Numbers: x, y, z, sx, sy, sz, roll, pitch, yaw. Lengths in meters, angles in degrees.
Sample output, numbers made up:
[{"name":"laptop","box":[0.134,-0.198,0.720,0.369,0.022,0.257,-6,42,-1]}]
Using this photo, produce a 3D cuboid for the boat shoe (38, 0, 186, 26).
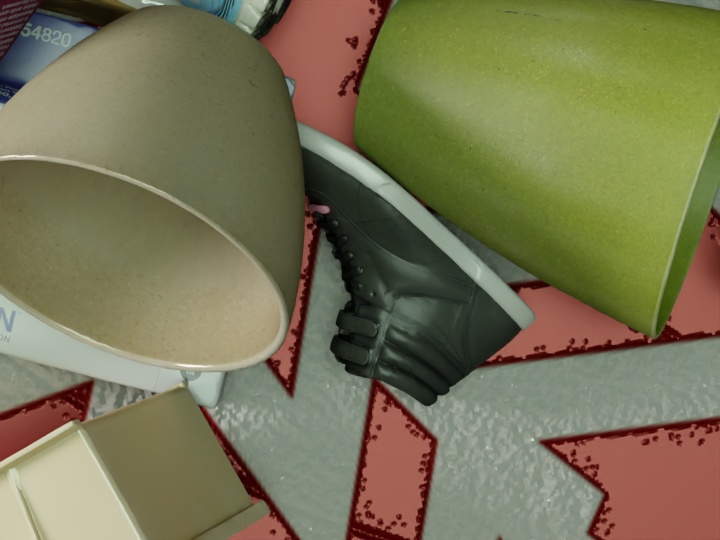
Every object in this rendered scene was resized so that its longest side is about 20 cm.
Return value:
[{"name":"boat shoe","box":[-0.169,-0.189,1.451,0.199,0.071,0.070,20,78,-1]}]

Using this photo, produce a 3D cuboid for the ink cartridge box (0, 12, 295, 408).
[{"name":"ink cartridge box","box":[-0.153,-0.039,1.467,0.198,0.041,0.202,13,92,-3]}]

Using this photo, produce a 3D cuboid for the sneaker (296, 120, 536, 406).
[{"name":"sneaker","box":[0.000,0.000,1.451,0.200,0.071,0.099,41,87,-14]}]

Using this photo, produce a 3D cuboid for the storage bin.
[{"name":"storage bin","box":[-0.179,0.154,1.376,0.198,0.200,0.094,-30,87,14]}]

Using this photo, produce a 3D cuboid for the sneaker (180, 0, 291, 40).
[{"name":"sneaker","box":[-0.055,-0.229,1.381,0.089,0.078,0.201,26,99,4]}]

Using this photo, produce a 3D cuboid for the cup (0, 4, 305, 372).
[{"name":"cup","box":[-0.110,-0.059,1.368,0.199,0.201,0.144,22,62,-3]}]

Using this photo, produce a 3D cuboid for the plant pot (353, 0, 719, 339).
[{"name":"plant pot","box":[0.104,-0.083,1.420,0.199,0.187,0.188,20,91,11]}]

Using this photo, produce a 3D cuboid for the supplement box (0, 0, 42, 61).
[{"name":"supplement box","box":[-0.266,-0.152,1.379,0.131,0.103,0.200,44,118,10]}]
